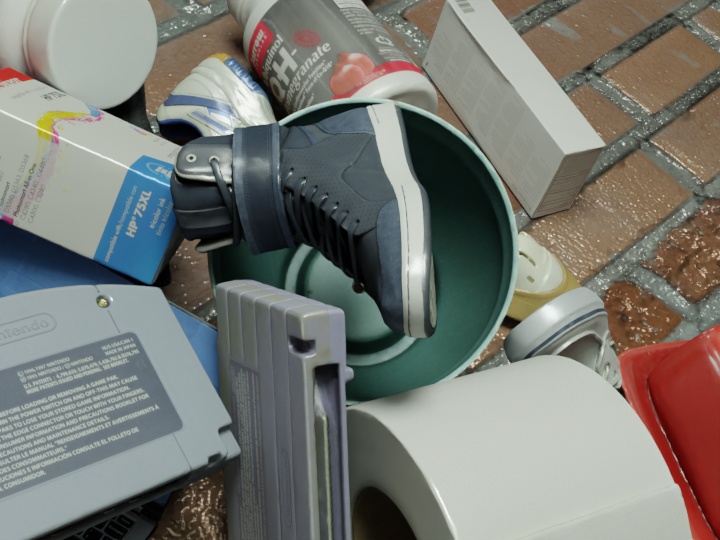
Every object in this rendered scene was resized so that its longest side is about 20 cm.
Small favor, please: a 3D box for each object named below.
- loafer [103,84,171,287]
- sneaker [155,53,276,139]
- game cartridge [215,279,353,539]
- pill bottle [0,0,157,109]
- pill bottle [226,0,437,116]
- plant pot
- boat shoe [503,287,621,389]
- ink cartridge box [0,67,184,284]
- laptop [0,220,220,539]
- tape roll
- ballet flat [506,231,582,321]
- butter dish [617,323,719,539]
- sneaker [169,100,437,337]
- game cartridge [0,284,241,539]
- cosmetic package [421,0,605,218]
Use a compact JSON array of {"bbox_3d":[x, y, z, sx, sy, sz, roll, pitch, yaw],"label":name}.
[{"bbox_3d":[-0.173,-0.071,0.855,0.070,0.068,0.202,8,55,-21],"label":"loafer"},{"bbox_3d":[-0.080,-0.077,0.895,0.088,0.075,0.200,-41,75,-11],"label":"sneaker"},{"bbox_3d":[-0.043,0.111,0.640,0.038,0.202,0.129,-6,10,-23],"label":"game cartridge"},{"bbox_3d":[-0.251,-0.191,0.848,0.199,0.114,0.113,24,43,37],"label":"pill bottle"},{"bbox_3d":[-0.031,-0.181,0.955,0.110,0.111,0.200,-20,60,-30],"label":"pill bottle"},{"bbox_3d":[0.000,0.000,0.776,0.198,0.134,0.202,0,77,-2],"label":"plant pot"},{"bbox_3d":[0.153,0.064,0.774,0.073,0.200,0.067,-37,71,9],"label":"boat shoe"},{"bbox_3d":[-0.204,-0.073,0.730,0.199,0.068,0.116,24,14,-6],"label":"ink cartridge box"},{"bbox_3d":[-0.206,0.097,0.671,0.186,0.116,0.200,28,43,7],"label":"laptop"},{"bbox_3d":[0.075,0.162,0.652,0.138,0.203,0.204,-11,56,-26],"label":"tape roll"},{"bbox_3d":[0.099,-0.009,0.888,0.198,0.063,0.069,19,47,-2],"label":"ballet flat"},{"bbox_3d":[0.317,0.101,0.811,0.198,0.148,0.201,-4,52,-19],"label":"butter dish"},{"bbox_3d":[-0.034,-0.023,0.637,0.145,0.077,0.203,-8,34,-3],"label":"sneaker"},{"bbox_3d":[-0.173,0.078,0.609,0.199,0.042,0.134,-16,65,-43],"label":"game cartridge"},{"bbox_3d":[0.132,-0.150,1.001,0.050,0.083,0.201,-14,58,-29],"label":"cosmetic package"}]
